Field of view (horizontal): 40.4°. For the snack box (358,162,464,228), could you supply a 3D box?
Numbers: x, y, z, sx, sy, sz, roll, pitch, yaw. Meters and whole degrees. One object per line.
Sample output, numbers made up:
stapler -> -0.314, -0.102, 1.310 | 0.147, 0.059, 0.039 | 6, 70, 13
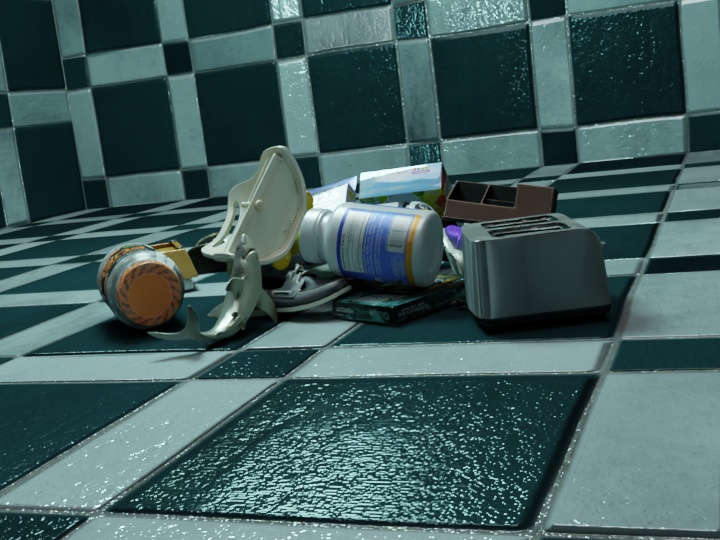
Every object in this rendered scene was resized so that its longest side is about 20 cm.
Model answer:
snack box -> 0.104, -0.124, 1.930 | 0.166, 0.069, 0.200 | -5, -30, 17

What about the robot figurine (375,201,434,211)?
robot figurine -> 0.046, -0.058, 1.723 | 0.197, 0.126, 0.151 | -5, 45, 14

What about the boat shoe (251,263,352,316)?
boat shoe -> -0.102, 0.025, 1.471 | 0.198, 0.064, 0.072 | -11, 8, 36

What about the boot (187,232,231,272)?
boot -> -0.269, -0.046, 2.071 | 0.197, 0.074, 0.151 | -14, 10, -5

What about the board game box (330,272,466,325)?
board game box -> 0.073, 0.038, 1.438 | 0.198, 0.029, 0.134 | -16, 13, -40

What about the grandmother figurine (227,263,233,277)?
grandmother figurine -> -0.140, -0.027, 1.744 | 0.199, 0.122, 0.060 | -36, -1, -39

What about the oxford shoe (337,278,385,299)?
oxford shoe -> 0.000, 0.000, 1.555 | 0.072, 0.086, 0.200 | -2, 12, 14

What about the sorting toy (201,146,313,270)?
sorting toy -> -0.182, -0.081, 1.569 | 0.179, 0.202, 0.107 | -1, -31, 48

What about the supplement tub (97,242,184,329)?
supplement tub -> -0.348, 0.024, 1.552 | 0.121, 0.124, 0.200 | -11, 10, -20

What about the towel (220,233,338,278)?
towel -> -0.129, -0.025, 1.674 | 0.152, 0.024, 0.199 | -25, 45, -37

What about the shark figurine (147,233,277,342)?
shark figurine -> -0.202, 0.061, 1.399 | 0.089, 0.129, 0.215 | -10, 30, 35

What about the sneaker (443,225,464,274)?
sneaker -> 0.191, -0.036, 1.601 | 0.098, 0.070, 0.200 | -23, 18, 2

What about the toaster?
toaster -> 0.218, -0.001, 1.293 | 0.197, 0.120, 0.181 | -7, 9, 2

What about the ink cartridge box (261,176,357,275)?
ink cartridge box -> -0.105, -0.079, 1.621 | 0.195, 0.047, 0.202 | -15, 44, 18

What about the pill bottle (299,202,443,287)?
pill bottle -> 0.014, -0.041, 1.442 | 0.197, 0.114, 0.112 | 7, 15, 24

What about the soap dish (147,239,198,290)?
soap dish -> -0.401, -0.004, 1.878 | 0.155, 0.082, 0.200 | -10, 9, -15

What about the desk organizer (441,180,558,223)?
desk organizer -> 0.255, -0.119, 1.776 | 0.197, 0.078, 0.072 | 8, 0, 18
